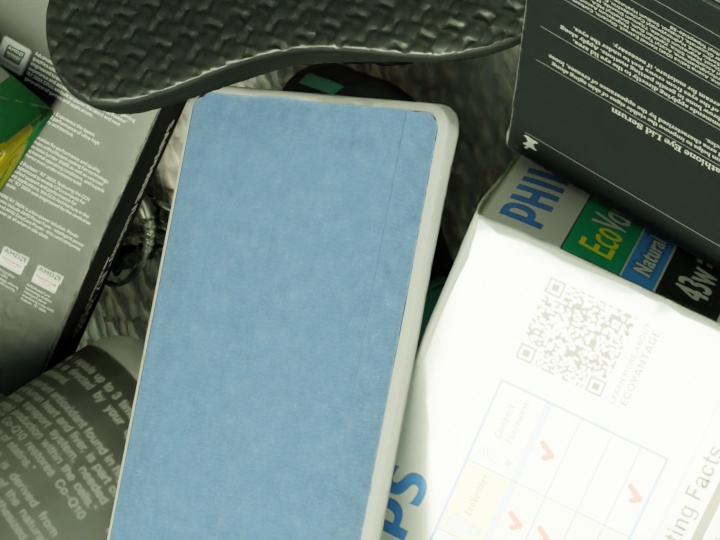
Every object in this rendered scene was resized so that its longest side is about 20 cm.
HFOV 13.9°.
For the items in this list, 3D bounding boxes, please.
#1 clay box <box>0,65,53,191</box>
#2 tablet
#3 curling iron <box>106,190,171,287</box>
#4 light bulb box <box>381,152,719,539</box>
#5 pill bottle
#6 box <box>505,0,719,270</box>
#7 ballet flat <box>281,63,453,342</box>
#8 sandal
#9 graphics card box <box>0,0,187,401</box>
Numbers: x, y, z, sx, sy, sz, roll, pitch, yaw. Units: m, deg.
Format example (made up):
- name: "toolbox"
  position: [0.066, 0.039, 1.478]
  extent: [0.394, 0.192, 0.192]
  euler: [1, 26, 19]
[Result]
- name: "clay box"
  position: [-0.214, -0.022, 1.127]
  extent: [0.115, 0.048, 0.200]
  euler: [40, 124, 1]
- name: "tablet"
  position: [-0.031, 0.036, 1.038]
  extent: [0.130, 0.201, 0.014]
  euler: [8, 175, 43]
- name: "curling iron"
  position: [-0.166, -0.042, 1.201]
  extent: [0.199, 0.026, 0.050]
  euler: [20, 128, 11]
- name: "light bulb box"
  position: [0.109, 0.080, 1.059]
  extent: [0.199, 0.125, 0.199]
  euler: [26, 116, 6]
- name: "pill bottle"
  position: [-0.106, 0.097, 1.133]
  extent: [0.114, 0.199, 0.114]
  euler: [50, 162, 23]
- name: "box"
  position: [0.152, -0.053, 0.946]
  extent: [0.199, 0.079, 0.141]
  euler: [31, 151, 15]
- name: "ballet flat"
  position: [0.000, 0.000, 1.132]
  extent: [0.073, 0.073, 0.201]
  euler: [11, 137, 19]
- name: "sandal"
  position: [-0.014, -0.102, 1.049]
  extent: [0.199, 0.048, 0.076]
  euler: [-8, 82, 17]
- name: "graphics card box"
  position: [-0.146, -0.043, 1.147]
  extent: [0.125, 0.051, 0.201]
  euler: [29, 121, 4]
